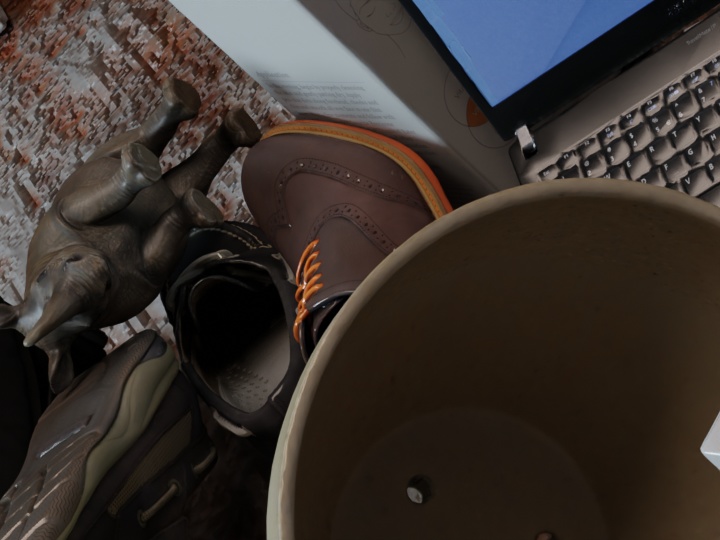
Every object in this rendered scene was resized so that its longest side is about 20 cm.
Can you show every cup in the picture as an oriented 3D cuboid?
[{"bbox_3d":[0.053,0.085,0.746,0.201,0.200,0.143,-60,9,-18],"label":"cup"}]

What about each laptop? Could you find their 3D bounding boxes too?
[{"bbox_3d":[0.107,-0.086,0.836,0.177,0.103,0.201,-33,53,21],"label":"laptop"}]

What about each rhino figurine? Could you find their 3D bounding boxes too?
[{"bbox_3d":[-0.103,-0.011,0.986,0.087,0.060,0.200,-41,10,25],"label":"rhino figurine"}]

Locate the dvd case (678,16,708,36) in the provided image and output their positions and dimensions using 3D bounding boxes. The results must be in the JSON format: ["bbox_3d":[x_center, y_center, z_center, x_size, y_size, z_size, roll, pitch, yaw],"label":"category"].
[{"bbox_3d":[0.207,-0.082,0.865,0.199,0.018,0.143,-28,39,26],"label":"dvd case"}]

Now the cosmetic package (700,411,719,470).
[{"bbox_3d":[0.204,0.081,0.596,0.199,0.151,0.052,9,63,50],"label":"cosmetic package"}]

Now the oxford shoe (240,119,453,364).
[{"bbox_3d":[0.000,0.000,0.918,0.200,0.072,0.072,40,131,45],"label":"oxford shoe"}]

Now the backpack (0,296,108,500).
[{"bbox_3d":[-0.161,0.116,0.968,0.154,0.163,0.201,-45,41,18],"label":"backpack"}]

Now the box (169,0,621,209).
[{"bbox_3d":[0.008,-0.128,0.959,0.097,0.200,0.125,8,61,56],"label":"box"}]

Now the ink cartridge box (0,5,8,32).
[{"bbox_3d":[-0.316,-0.126,1.413,0.200,0.085,0.145,-44,35,3],"label":"ink cartridge box"}]

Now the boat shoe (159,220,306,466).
[{"bbox_3d":[-0.049,0.024,1.000,0.074,0.060,0.200,-47,33,9],"label":"boat shoe"}]

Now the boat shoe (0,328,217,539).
[{"bbox_3d":[-0.097,0.100,0.890,0.074,0.073,0.200,-33,17,34],"label":"boat shoe"}]
